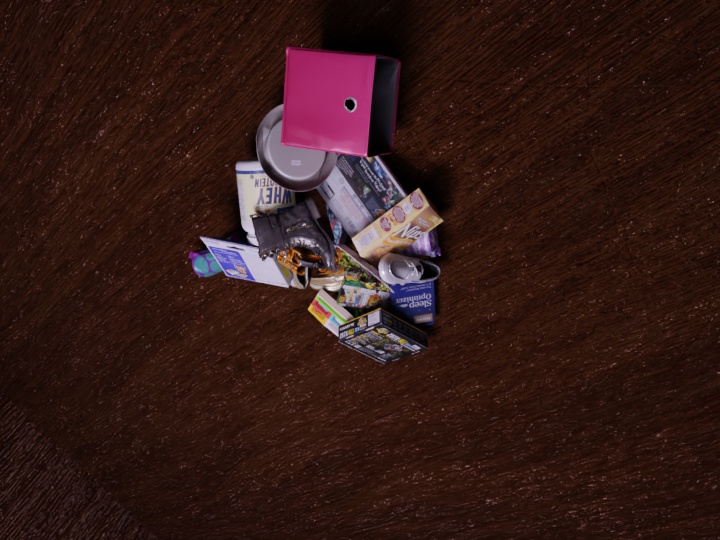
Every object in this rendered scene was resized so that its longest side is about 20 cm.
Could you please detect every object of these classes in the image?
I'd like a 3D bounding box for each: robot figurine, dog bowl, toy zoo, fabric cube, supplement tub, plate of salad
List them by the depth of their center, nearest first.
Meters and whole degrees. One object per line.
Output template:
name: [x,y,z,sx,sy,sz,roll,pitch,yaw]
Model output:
fabric cube: [-0.038,-0.355,1.420,0.193,0.200,0.203,10,105,16]
dog bowl: [-0.151,-0.282,1.574,0.199,0.202,0.059,41,168,-9]
plate of salad: [0.000,0.000,1.631,0.198,0.200,0.049,39,87,-5]
supplement tub: [-0.230,-0.175,1.671,0.141,0.145,0.207,1,104,23]
robot figurine: [-0.128,-0.030,1.711,0.143,0.197,0.060,31,109,33]
toy zoo: [-0.083,0.127,1.874,0.130,0.021,0.200,41,158,1]

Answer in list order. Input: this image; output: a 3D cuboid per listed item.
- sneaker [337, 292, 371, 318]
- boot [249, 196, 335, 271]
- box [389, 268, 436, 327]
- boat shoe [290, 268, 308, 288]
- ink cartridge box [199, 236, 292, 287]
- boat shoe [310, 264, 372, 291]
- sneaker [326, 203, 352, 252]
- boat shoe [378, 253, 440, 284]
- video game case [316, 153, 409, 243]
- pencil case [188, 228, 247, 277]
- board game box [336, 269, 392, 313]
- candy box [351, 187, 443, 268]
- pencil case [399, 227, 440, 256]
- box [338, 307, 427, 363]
sneaker: [0.013,0.128,1.848,0.198,0.086,0.078,37,130,-5]
boot: [-0.160,-0.064,1.594,0.170,0.069,0.205,-23,83,-8]
box: [0.136,0.079,1.761,0.117,0.033,0.205,-9,125,-2]
boat shoe: [-0.169,-0.035,1.817,0.067,0.075,0.203,29,143,23]
ink cartridge box: [-0.293,-0.034,1.752,0.192,0.048,0.202,11,151,18]
boat shoe: [-0.046,0.009,1.811,0.193,0.072,0.079,-4,111,14]
sneaker: [-0.044,-0.139,1.704,0.094,0.079,0.204,29,124,18]
boat shoe: [0.121,0.000,1.599,0.067,0.075,0.197,-7,166,38]
video game case: [-0.002,-0.192,1.598,0.181,0.023,0.202,-42,77,28]
pencil case: [-0.390,-0.047,1.905,0.196,0.087,0.092,-21,137,33]
board game box: [0.042,0.059,1.767,0.194,0.024,0.107,10,121,-14]
candy box: [0.088,-0.095,1.573,0.198,0.115,0.056,-35,65,13]
pencil case: [0.103,-0.069,1.675,0.194,0.086,0.086,0,147,26]
box: [0.060,0.177,1.783,0.157,0.051,0.198,-27,140,35]
